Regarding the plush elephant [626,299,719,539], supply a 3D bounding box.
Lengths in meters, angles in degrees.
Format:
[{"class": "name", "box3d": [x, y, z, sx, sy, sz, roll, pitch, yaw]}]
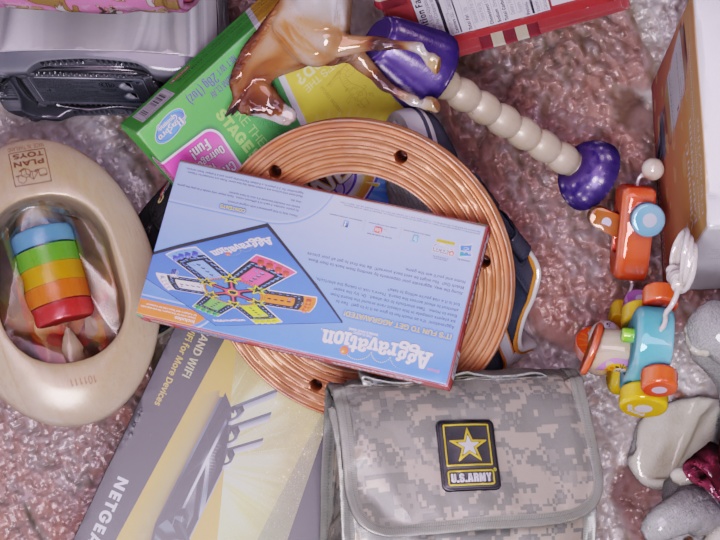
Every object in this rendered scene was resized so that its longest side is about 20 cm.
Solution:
[{"class": "plush elephant", "box3d": [0.241, 0.133, 1.221, 0.155, 0.200, 0.165, -43, 65, 16]}]

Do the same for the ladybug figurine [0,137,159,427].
[{"class": "ladybug figurine", "box3d": [-0.203, 0.009, 1.263, 0.135, 0.072, 0.201, -10, 75, -13]}]

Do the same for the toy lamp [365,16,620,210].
[{"class": "toy lamp", "box3d": [0.085, -0.106, 1.266, 0.200, 0.058, 0.058, 27, 77, -31]}]

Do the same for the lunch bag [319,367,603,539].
[{"class": "lunch bag", "box3d": [0.059, 0.158, 1.192, 0.163, 0.118, 0.201, -3, 102, -11]}]

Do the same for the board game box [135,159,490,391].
[{"class": "board game box", "box3d": [-0.029, 0.002, 1.176, 0.199, 0.019, 0.103, 13, 78, 12]}]

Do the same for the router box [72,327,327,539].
[{"class": "router box", "box3d": [-0.083, 0.137, 1.266, 0.157, 0.052, 0.200, 25, 80, -2]}]

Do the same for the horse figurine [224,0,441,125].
[{"class": "horse figurine", "box3d": [-0.009, -0.173, 1.165, 0.132, 0.201, 0.050, 15, 34, 12]}]

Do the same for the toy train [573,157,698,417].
[{"class": "toy train", "box3d": [0.167, 0.011, 1.225, 0.055, 0.200, 0.151, 5, 102, 0]}]

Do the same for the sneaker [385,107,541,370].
[{"class": "sneaker", "box3d": [0.068, -0.021, 1.263, 0.079, 0.078, 0.201, -18, 119, -13]}]

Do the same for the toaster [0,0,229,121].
[{"class": "toaster", "box3d": [-0.179, -0.176, 1.321, 0.199, 0.114, 0.130, 1, 74, 7]}]

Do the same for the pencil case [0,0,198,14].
[{"class": "pencil case", "box3d": [-0.197, -0.211, 1.234, 0.199, 0.087, 0.083, 3, 115, 10]}]

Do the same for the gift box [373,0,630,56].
[{"class": "gift box", "box3d": [0.089, -0.265, 1.271, 0.199, 0.185, 0.187, -12, 49, 5]}]

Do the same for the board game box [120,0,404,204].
[{"class": "board game box", "box3d": [-0.037, -0.071, 1.272, 0.153, 0.040, 0.200, -44, 115, -8]}]

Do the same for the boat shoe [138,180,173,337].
[{"class": "boat shoe", "box3d": [-0.109, -0.040, 1.313, 0.074, 0.063, 0.202, 37, 84, 5]}]

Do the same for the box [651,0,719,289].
[{"class": "box", "box3d": [0.254, -0.079, 1.234, 0.106, 0.200, 0.153, -2, 78, 1]}]

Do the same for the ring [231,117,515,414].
[{"class": "ring", "box3d": [0.000, 0.000, 1.214, 0.200, 0.019, 0.201, 5, 109, 15]}]
